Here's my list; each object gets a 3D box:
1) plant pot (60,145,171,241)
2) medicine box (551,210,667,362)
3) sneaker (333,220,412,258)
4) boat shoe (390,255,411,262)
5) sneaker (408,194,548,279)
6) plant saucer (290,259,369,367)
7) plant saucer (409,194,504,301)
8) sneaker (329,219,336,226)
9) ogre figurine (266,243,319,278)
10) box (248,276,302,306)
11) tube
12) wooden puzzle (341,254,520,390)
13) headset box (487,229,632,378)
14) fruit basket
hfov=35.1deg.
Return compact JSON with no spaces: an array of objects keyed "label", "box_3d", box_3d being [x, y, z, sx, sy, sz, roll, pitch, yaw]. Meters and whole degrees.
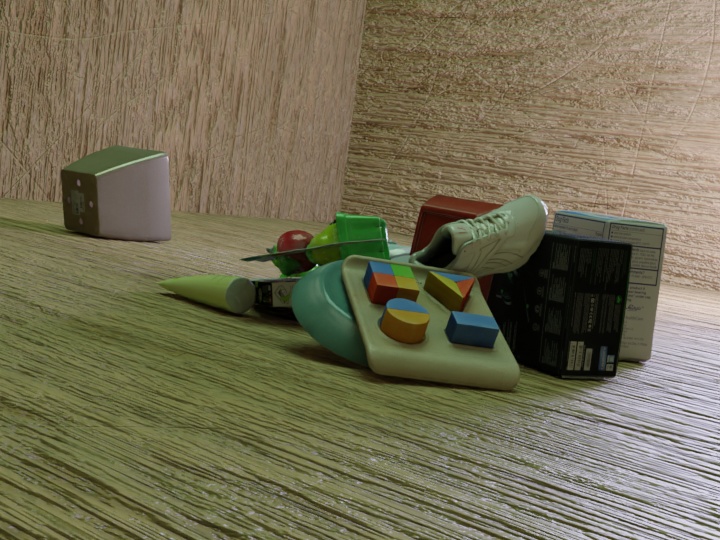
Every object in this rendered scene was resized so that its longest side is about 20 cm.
[{"label":"plant pot","box_3d":[-0.556,-0.164,2.544,0.199,0.202,0.176,11,18,39]},{"label":"medicine box","box_3d":[0.359,0.018,1.702,0.102,0.203,0.182,6,5,-16]},{"label":"sneaker","box_3d":[0.025,-0.044,2.019,0.198,0.074,0.119,-3,46,-25]},{"label":"boat shoe","box_3d":[0.083,0.047,1.541,0.070,0.071,0.200,-8,28,-15]},{"label":"sneaker","box_3d":[0.148,-0.035,1.434,0.078,0.199,0.099,56,3,35]},{"label":"plant saucer","box_3d":[0.016,0.042,1.365,0.198,0.036,0.201,15,31,-9]},{"label":"plant saucer","box_3d":[0.119,-0.005,1.603,0.036,0.202,0.200,13,2,-28]},{"label":"sneaker","box_3d":[0.000,0.000,1.760,0.085,0.078,0.201,20,35,-27]},{"label":"ogre figurine","box_3d":[-0.074,0.006,1.854,0.119,0.098,0.201,19,29,-42]},{"label":"box","box_3d":[-0.099,0.029,1.651,0.109,0.035,0.200,-3,1,-17]},{"label":"tube","box_3d":[-0.222,0.026,1.652,0.058,0.052,0.199,50,-23,-26]},{"label":"wooden puzzle","box_3d":[0.081,0.048,1.314,0.183,0.047,0.201,9,33,-17]},{"label":"headset box","box_3d":[0.249,0.037,1.501,0.092,0.176,0.199,4,5,-28]},{"label":"fruit basket","box_3d":[-0.056,-0.022,1.601,0.198,0.095,0.185,-14,-2,5]}]
